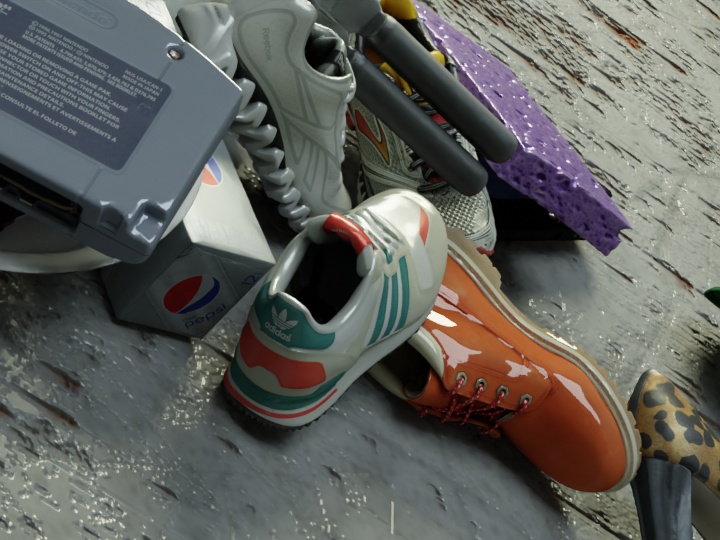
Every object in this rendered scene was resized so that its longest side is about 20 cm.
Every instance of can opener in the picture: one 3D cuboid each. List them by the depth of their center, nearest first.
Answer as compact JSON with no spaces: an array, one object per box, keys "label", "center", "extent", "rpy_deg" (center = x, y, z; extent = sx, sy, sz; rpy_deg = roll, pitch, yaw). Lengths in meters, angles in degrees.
[{"label":"can opener","center":[0.005,-0.126,1.654],"extent":[0.200,0.053,0.067],"rpy_deg":[43,-2,-17]}]

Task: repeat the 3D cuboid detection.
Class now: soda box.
[{"label":"soda box","center":[-0.119,-0.063,1.525],"extent":[0.063,0.068,0.201],"rpy_deg":[16,40,-44]}]

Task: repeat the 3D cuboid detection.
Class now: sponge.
[{"label":"sponge","center":[0.092,-0.095,1.807],"extent":[0.111,0.030,0.200],"rpy_deg":[32,16,-39]}]

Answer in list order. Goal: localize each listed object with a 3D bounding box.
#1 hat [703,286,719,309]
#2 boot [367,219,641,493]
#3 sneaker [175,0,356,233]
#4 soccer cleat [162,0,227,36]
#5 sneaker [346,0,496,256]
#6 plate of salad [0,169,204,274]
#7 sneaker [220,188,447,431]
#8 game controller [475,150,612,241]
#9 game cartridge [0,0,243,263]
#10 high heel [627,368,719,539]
[{"label":"hat","center":[0.282,0.126,1.883],"extent":[0.165,0.177,0.200],"rpy_deg":[27,-5,-28]},{"label":"boot","center":[0.072,0.069,1.623],"extent":[0.200,0.075,0.107],"rpy_deg":[43,37,0]},{"label":"sneaker","center":[-0.034,-0.090,1.605],"extent":[0.075,0.081,0.200],"rpy_deg":[64,2,37]},{"label":"soccer cleat","center":[-0.077,-0.137,1.673],"extent":[0.086,0.070,0.200],"rpy_deg":[43,24,21]},{"label":"sneaker","center":[0.029,-0.087,1.722],"extent":[0.077,0.082,0.201],"rpy_deg":[-12,57,-19]},{"label":"plate of salad","center":[-0.174,-0.080,1.430],"extent":[0.199,0.048,0.201],"rpy_deg":[11,47,-11]},{"label":"sneaker","center":[-0.001,0.000,1.523],"extent":[0.070,0.094,0.200],"rpy_deg":[32,43,12]},{"label":"game controller","center":[0.092,-0.061,1.843],"extent":[0.200,0.042,0.105],"rpy_deg":[-1,53,-55]},{"label":"game cartridge","center":[-0.165,-0.096,1.390],"extent":[0.199,0.041,0.133],"rpy_deg":[28,53,2]},{"label":"high heel","center":[0.236,0.130,1.708],"extent":[0.199,0.071,0.143],"rpy_deg":[2,76,-44]}]
